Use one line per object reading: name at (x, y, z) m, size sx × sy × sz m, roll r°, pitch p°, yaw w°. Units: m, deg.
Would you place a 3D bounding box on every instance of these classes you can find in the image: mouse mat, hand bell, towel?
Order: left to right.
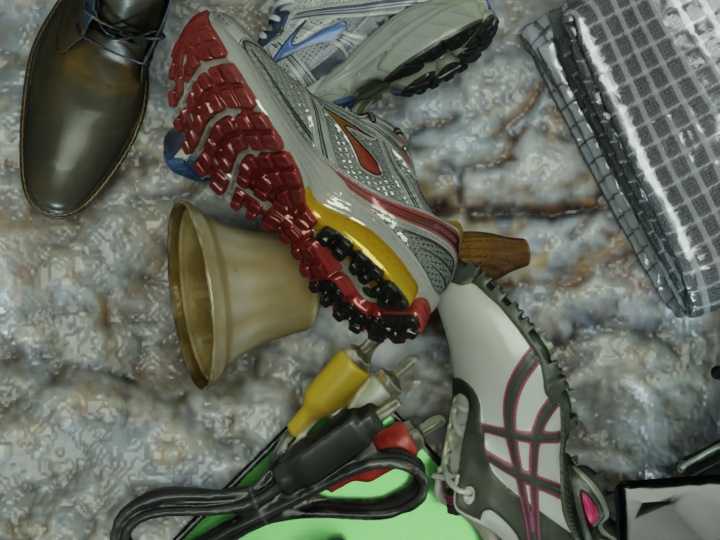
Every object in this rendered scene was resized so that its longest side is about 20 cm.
hand bell at (0.000, 0.000, 1.136) m, size 0.199 × 0.104 × 0.105 m, roll -8°, pitch 90°, yaw -17°
mouse mat at (0.006, 0.181, 1.163) m, size 0.161 × 0.008 × 0.200 m, roll -44°, pitch 93°, yaw -3°
towel at (0.207, -0.094, 1.139) m, size 0.165 × 0.086 × 0.201 m, roll -28°, pitch 92°, yaw -5°

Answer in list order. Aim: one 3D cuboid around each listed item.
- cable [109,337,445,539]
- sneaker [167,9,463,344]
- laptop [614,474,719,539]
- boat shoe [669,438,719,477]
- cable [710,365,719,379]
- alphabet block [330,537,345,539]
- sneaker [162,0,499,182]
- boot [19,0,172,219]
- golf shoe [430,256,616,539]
cable at (-0.042, 0.120, 1.148) m, size 0.199 × 0.050 × 0.097 m, roll -32°, pitch 108°, yaw 8°
sneaker at (-0.024, -0.057, 1.070) m, size 0.200 × 0.078 × 0.082 m, roll 50°, pitch 55°, yaw -16°
laptop at (0.225, 0.199, 1.116) m, size 0.186 × 0.116 × 0.201 m, roll -4°, pitch 94°, yaw -5°
boat shoe at (0.245, 0.088, 1.104) m, size 0.070 × 0.200 × 0.064 m, roll 12°, pitch 52°, yaw -42°
cable at (0.254, 0.039, 1.038) m, size 0.163 × 0.200 × 0.051 m, roll -32°, pitch 114°, yaw 17°
alphabet block at (-0.050, 0.283, 1.062) m, size 0.196 × 0.195 × 0.201 m, roll -26°, pitch 93°, yaw 1°
sneaker at (-0.026, -0.118, 1.136) m, size 0.199 × 0.077 × 0.085 m, roll -28°, pitch 73°, yaw 1°
boot at (-0.144, -0.126, 1.108) m, size 0.074 × 0.097 × 0.201 m, roll 18°, pitch 88°, yaw -4°
golf shoe at (0.077, 0.092, 1.117) m, size 0.088 × 0.077 × 0.201 m, roll -26°, pitch 101°, yaw -11°
